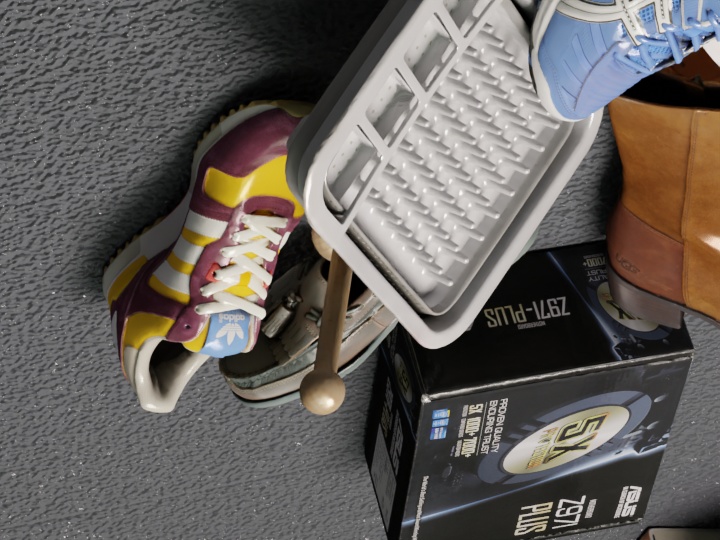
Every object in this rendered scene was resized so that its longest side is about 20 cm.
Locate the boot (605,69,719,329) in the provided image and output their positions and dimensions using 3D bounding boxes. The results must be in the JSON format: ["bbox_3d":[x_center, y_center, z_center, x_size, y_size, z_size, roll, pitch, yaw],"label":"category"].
[{"bbox_3d":[0.222,-0.036,1.508,0.188,0.069,0.200,19,148,16],"label":"boot"}]

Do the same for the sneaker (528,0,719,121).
[{"bbox_3d":[0.157,-0.138,1.361,0.076,0.077,0.200,15,130,-41],"label":"sneaker"}]

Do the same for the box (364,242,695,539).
[{"bbox_3d":[0.096,0.081,1.673,0.163,0.086,0.200,-9,147,-12],"label":"box"}]

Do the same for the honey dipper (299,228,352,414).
[{"bbox_3d":[-0.010,0.011,1.427,0.038,0.200,0.038,2,122,2],"label":"honey dipper"}]

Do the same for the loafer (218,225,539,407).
[{"bbox_3d":[0.000,0.000,1.536,0.200,0.072,0.063,-32,138,9],"label":"loafer"}]

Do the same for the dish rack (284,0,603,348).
[{"bbox_3d":[0.038,-0.068,1.408,0.172,0.043,0.200,-56,145,-10],"label":"dish rack"}]

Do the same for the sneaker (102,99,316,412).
[{"bbox_3d":[-0.066,-0.006,1.472,0.075,0.090,0.200,7,141,-31],"label":"sneaker"}]

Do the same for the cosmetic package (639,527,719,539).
[{"bbox_3d":[0.207,0.277,2.000,0.087,0.104,0.200,4,141,-25],"label":"cosmetic package"}]

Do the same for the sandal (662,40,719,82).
[{"bbox_3d":[0.217,-0.147,1.407,0.079,0.059,0.207,9,140,-32],"label":"sandal"}]
